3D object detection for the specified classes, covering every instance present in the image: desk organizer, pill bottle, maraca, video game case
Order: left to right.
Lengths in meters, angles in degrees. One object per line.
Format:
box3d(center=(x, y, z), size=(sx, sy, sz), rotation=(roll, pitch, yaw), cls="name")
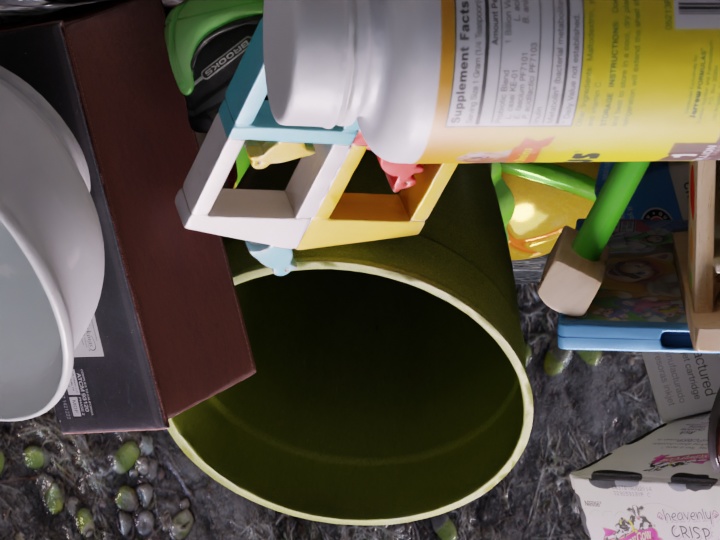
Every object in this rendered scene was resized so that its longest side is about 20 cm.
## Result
box3d(center=(-0.121, -0.029, 1.358), size=(0.071, 0.201, 0.077), rotation=(-5, -166, 39), cls="desk organizer")
box3d(center=(0.080, -0.063, 1.743), size=(0.137, 0.108, 0.200), rotation=(20, 177, -21), cls="maraca")
box3d(center=(0.064, -0.098, 1.136), size=(0.199, 0.110, 0.109), rotation=(-1, 176, -12), cls="pill bottle")
box3d(center=(0.207, 0.007, 1.458), size=(0.199, 0.018, 0.143), rotation=(1, -157, 8), cls="video game case")

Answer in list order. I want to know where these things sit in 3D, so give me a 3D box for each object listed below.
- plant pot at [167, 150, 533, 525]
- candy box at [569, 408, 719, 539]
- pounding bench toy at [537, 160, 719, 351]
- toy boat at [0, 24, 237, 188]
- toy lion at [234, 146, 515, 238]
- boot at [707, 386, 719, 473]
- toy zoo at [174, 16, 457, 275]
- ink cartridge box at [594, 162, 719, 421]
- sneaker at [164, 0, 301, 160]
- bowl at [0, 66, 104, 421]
box3d(center=(0.000, 0.000, 1.515), size=(0.199, 0.194, 0.201), rotation=(4, 135, 4), cls="plant pot")
box3d(center=(0.234, 0.104, 1.541), size=(0.199, 0.061, 0.136), rotation=(-23, -167, -35), cls="candy box")
box3d(center=(0.186, -0.056, 1.387), size=(0.199, 0.157, 0.124), rotation=(-2, -157, 3), cls="pounding bench toy")
box3d(center=(-0.161, -0.078, 1.478), size=(0.199, 0.131, 0.131), rotation=(-2, -155, 7), cls="toy boat")
box3d(center=(-0.002, -0.049, 1.679), size=(0.199, 0.192, 0.069), rotation=(32, -130, 19), cls="toy lion")
box3d(center=(0.297, 0.075, 1.398), size=(0.188, 0.069, 0.200), rotation=(-20, -153, -35), cls="boot")
box3d(center=(-0.005, -0.071, 1.313), size=(0.131, 0.021, 0.200), rotation=(0, 138, -29), cls="toy zoo")
box3d(center=(0.252, -0.023, 1.595), size=(0.199, 0.148, 0.145), rotation=(-14, -167, 13), cls="ink cartridge box")
box3d(center=(-0.006, -0.093, 1.380), size=(0.199, 0.084, 0.077), rotation=(0, 177, -27), cls="sneaker")
box3d(center=(-0.187, -0.034, 1.277), size=(0.201, 0.202, 0.090), rotation=(-6, -145, 49), cls="bowl")
